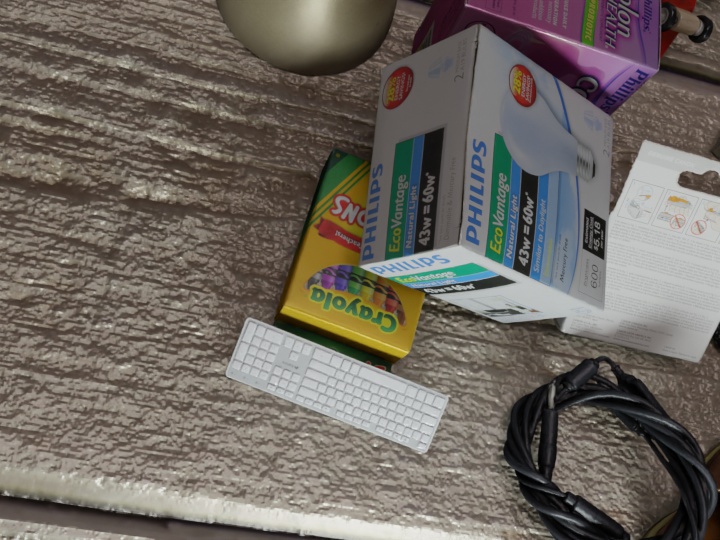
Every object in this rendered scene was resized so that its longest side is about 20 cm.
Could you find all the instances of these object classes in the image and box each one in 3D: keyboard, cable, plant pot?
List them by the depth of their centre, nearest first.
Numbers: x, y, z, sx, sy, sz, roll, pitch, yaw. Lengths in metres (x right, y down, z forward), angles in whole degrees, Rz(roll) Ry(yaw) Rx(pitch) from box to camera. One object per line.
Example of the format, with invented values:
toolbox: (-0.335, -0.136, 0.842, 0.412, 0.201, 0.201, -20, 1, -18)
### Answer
keyboard: (-0.020, 0.104, 0.756, 0.197, 0.011, 0.057, 22, 100, -8)
cable: (0.227, 0.182, 0.768, 0.161, 0.051, 0.201, -24, 64, -15)
plant pot: (-0.043, -0.320, 0.844, 0.197, 0.135, 0.204, 5, 70, -14)

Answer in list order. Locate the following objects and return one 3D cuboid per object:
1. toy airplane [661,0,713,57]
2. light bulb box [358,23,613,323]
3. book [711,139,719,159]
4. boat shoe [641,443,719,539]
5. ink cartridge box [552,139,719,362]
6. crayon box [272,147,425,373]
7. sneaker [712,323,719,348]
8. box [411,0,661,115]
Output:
toy airplane: (0.350, -0.367, 0.973, 0.199, 0.141, 0.201, -40, 119, -12)
light bulb box: (0.119, -0.075, 0.761, 0.198, 0.124, 0.202, 20, 70, -38)
book: (0.522, -0.168, 1.010, 0.133, 0.048, 0.200, 40, 67, 4)
boat shoe: (0.351, 0.227, 0.805, 0.199, 0.068, 0.072, -38, 85, -24)
ink cartridge box: (0.295, -0.018, 0.819, 0.158, 0.050, 0.203, 13, 111, -11)
crayon box: (0.000, 0.000, 0.791, 0.125, 0.051, 0.203, 20, 68, -9)
sneaker: (0.394, 0.012, 0.892, 0.080, 0.074, 0.202, -31, 89, -40)
box: (0.166, -0.221, 0.848, 0.197, 0.176, 0.098, 14, 67, -12)
